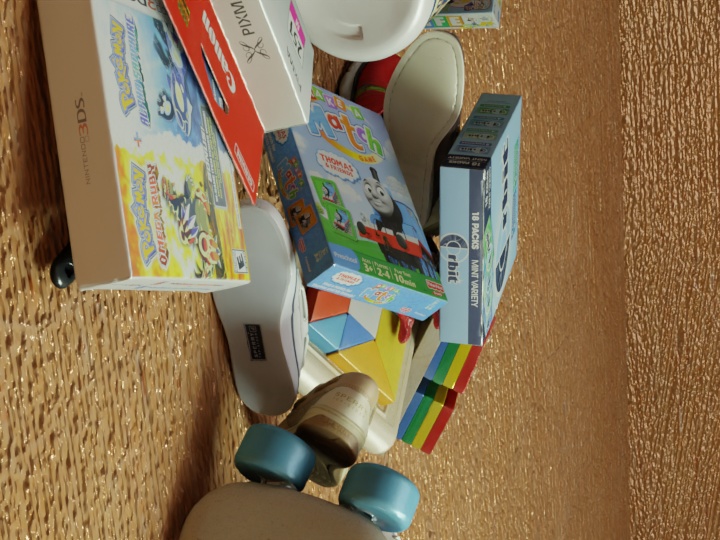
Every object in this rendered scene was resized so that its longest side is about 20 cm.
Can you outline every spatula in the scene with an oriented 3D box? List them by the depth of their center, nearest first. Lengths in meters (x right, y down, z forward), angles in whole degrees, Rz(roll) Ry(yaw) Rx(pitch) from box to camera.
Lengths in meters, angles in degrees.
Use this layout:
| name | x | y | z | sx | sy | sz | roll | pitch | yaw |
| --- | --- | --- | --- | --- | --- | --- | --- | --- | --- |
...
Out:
| name | x | y | z | sx | sy | sz | roll | pitch | yaw |
| --- | --- | --- | --- | --- | --- | --- | --- | --- | --- |
| spatula | -0.162 | -0.039 | 0.946 | 0.200 | 0.020 | 0.057 | -56 | 135 | -55 |

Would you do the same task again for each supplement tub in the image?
| name | x | y | z | sx | sy | sz | roll | pitch | yaw |
| --- | --- | --- | --- | --- | --- | --- | --- | --- | --- |
| supplement tub | 0.022 | -0.289 | 1.275 | 0.200 | 0.143 | 0.147 | -55 | 142 | -57 |

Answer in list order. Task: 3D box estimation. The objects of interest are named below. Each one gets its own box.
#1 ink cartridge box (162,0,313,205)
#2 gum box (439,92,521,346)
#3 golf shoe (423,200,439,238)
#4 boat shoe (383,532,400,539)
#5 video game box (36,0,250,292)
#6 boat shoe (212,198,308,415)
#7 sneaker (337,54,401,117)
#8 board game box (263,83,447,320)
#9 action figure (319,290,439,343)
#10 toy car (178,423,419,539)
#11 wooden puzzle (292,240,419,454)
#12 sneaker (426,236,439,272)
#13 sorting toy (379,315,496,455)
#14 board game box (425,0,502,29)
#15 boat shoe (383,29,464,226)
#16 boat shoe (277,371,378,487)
| name | x | y | z | sx | sy | sz | roll | pitch | yaw |
| --- | --- | --- | --- | --- | --- | --- | --- | --- | --- |
| ink cartridge box | -0.085 | -0.180 | 1.010 | 0.175 | 0.043 | 0.201 | -89 | 164 | -45 |
| gum box | 0.113 | -0.053 | 1.295 | 0.200 | 0.044 | 0.172 | -61 | 153 | -60 |
| golf shoe | 0.051 | -0.102 | 1.417 | 0.092 | 0.072 | 0.200 | 52 | 5 | -29 |
| boat shoe | 0.015 | 0.295 | 1.419 | 0.201 | 0.068 | 0.071 | -65 | 149 | -50 |
| video game box | -0.140 | -0.088 | 0.921 | 0.182 | 0.046 | 0.203 | 1 | 79 | -69 |
| boat shoe | -0.080 | 0.022 | 1.138 | 0.066 | 0.073 | 0.202 | -67 | 162 | -55 |
| sneaker | 0.019 | -0.151 | 1.370 | 0.201 | 0.084 | 0.078 | -65 | 151 | -48 |
| board game box | -0.012 | -0.065 | 1.162 | 0.150 | 0.036 | 0.202 | 18 | 45 | -48 |
| action figure | 0.000 | 0.000 | 1.234 | 0.200 | 0.065 | 0.100 | 51 | 30 | -26 |
| toy car | -0.050 | 0.258 | 1.108 | 0.201 | 0.175 | 0.186 | 83 | 28 | -61 |
| wooden puzzle | -0.004 | 0.041 | 1.294 | 0.185 | 0.037 | 0.202 | 44 | 48 | -34 |
| sneaker | 0.030 | -0.031 | 1.434 | 0.200 | 0.074 | 0.117 | -52 | 138 | -58 |
| sorting toy | 0.091 | 0.074 | 1.469 | 0.201 | 0.069 | 0.200 | -68 | -179 | -55 |
| board game box | 0.093 | -0.357 | 1.493 | 0.034 | 0.133 | 0.203 | 47 | 48 | -63 |
| boat shoe | 0.060 | -0.132 | 1.277 | 0.060 | 0.071 | 0.202 | -49 | 153 | -56 |
| boat shoe | -0.027 | 0.133 | 1.159 | 0.065 | 0.071 | 0.200 | -58 | -173 | -22 |
